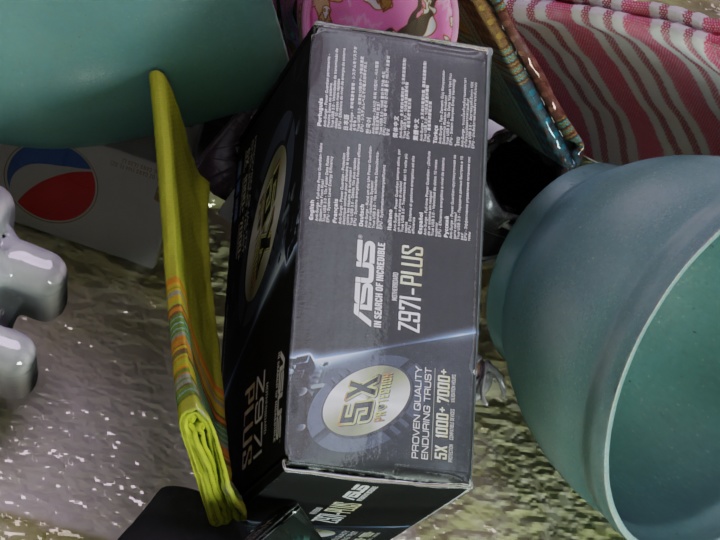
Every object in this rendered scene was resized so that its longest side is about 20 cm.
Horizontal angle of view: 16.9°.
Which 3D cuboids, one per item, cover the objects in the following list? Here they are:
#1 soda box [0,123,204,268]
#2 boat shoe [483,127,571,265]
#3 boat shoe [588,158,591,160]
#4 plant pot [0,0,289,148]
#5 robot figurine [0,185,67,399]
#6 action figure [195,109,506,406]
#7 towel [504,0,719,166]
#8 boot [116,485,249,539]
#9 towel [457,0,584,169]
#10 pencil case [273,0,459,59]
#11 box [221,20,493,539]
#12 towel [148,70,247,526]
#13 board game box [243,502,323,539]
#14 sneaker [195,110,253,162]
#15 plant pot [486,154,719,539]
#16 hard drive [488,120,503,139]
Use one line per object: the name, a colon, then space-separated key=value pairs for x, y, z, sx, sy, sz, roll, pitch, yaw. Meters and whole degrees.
soda box: x=-0.187 y=-0.074 z=1.275 sx=0.198 sy=0.068 sz=0.064 roll=18 pitch=35 yaw=-4
boat shoe: x=0.087 y=-0.046 z=1.304 sx=0.200 sy=0.068 sz=0.072 roll=-15 pitch=77 yaw=-62
boat shoe: x=0.139 y=-0.116 z=1.449 sx=0.199 sy=0.071 sz=0.072 roll=16 pitch=44 yaw=-49
plant pot: x=-0.140 y=-0.150 z=1.179 sx=0.160 sy=0.201 sz=0.201 roll=-21 pitch=46 yaw=-4
robot figurine: x=-0.236 y=-0.005 z=1.122 sx=0.198 sy=0.113 sz=0.171 roll=19 pitch=71 yaw=-1
action figure: x=0.000 y=0.000 z=1.256 sx=0.200 sy=0.069 sz=0.130 roll=42 pitch=20 yaw=1
towel: x=0.146 y=-0.092 z=1.276 sx=0.199 sy=0.146 sz=0.030 roll=18 pitch=66 yaw=44
boot: x=-0.122 y=0.142 z=1.005 sx=0.165 sy=0.066 sz=0.200 roll=54 pitch=43 yaw=-3
towel: x=0.050 y=-0.133 z=1.247 sx=0.022 sy=0.147 sz=0.200 roll=-33 pitch=20 yaw=-4
pencil case: x=-0.006 y=-0.130 z=1.228 sx=0.087 sy=0.083 sz=0.200 roll=56 pitch=-5 yaw=-11
box: x=-0.007 y=0.013 z=1.103 sx=0.085 sy=0.164 sz=0.202 roll=7 pitch=74 yaw=-13
towel: x=-0.074 y=0.009 z=1.085 sx=0.018 sy=0.086 sz=0.201 roll=-9 pitch=50 yaw=1
board game box: x=-0.048 y=0.197 z=0.979 sx=0.136 sy=0.028 sz=0.200 roll=57 pitch=39 yaw=-3
sneaker: x=-0.077 y=-0.114 z=1.386 sx=0.199 sy=0.076 sz=0.115 roll=5 pitch=28 yaw=-44
plant pot: x=0.149 y=0.025 z=1.231 sx=0.199 sy=0.202 sz=0.134 roll=-13 pitch=33 yaw=-39
hard drive: x=0.046 y=-0.122 z=1.421 sx=0.200 sy=0.026 sz=0.132 roll=40 pitch=29 yaw=-23
